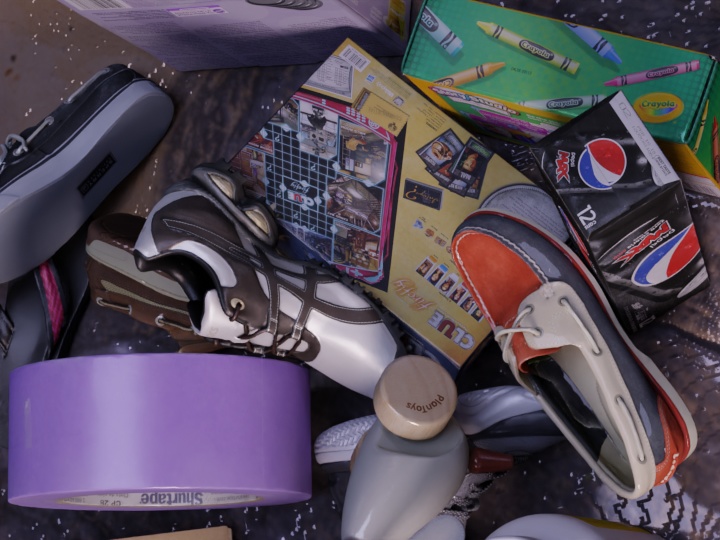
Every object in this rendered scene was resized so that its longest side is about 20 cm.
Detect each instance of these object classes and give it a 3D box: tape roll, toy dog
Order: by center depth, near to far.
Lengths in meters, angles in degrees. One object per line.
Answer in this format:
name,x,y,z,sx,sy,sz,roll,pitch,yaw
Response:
toy dog,0.034,0.155,1.172,0.095,0.132,0.202,16,73,-1
tape roll,-0.131,0.109,1.303,0.198,0.200,0.086,-6,78,25

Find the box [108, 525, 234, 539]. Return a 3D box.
box,-0.160,0.280,1.342,0.162,0.021,0.202,-7,68,4

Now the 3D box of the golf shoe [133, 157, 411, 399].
golf shoe,-0.056,0.028,1.232,0.200,0.078,0.095,40,56,4

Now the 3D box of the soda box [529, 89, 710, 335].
soda box,0.157,-0.029,1.180,0.063,0.200,0.071,-32,68,3

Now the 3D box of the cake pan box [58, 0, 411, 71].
cake pan box,-0.089,-0.185,1.343,0.198,0.184,0.053,-2,76,27

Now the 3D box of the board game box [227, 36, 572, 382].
board game box,0.024,-0.040,1.281,0.200,0.035,0.136,39,68,10

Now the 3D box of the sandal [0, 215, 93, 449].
sandal,-0.241,0.031,1.458,0.074,0.045,0.202,8,85,27

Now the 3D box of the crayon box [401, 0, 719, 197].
crayon box,0.138,-0.109,1.250,0.199,0.119,0.059,17,84,27

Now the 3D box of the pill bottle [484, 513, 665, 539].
pill bottle,0.121,0.199,1.162,0.110,0.200,0.113,-5,78,25

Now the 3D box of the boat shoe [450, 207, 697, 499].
boat shoe,0.118,0.048,1.192,0.200,0.062,0.071,51,136,9

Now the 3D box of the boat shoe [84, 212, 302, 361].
boat shoe,-0.105,0.028,1.387,0.201,0.075,0.076,24,116,26

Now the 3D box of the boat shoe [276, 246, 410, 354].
boat shoe,0.000,0.000,1.328,0.199,0.073,0.075,29,95,27

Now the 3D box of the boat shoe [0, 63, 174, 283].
boat shoe,-0.226,-0.074,1.431,0.068,0.074,0.200,36,78,32

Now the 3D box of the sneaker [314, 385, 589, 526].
sneaker,0.068,0.140,1.274,0.198,0.075,0.115,-14,80,26
